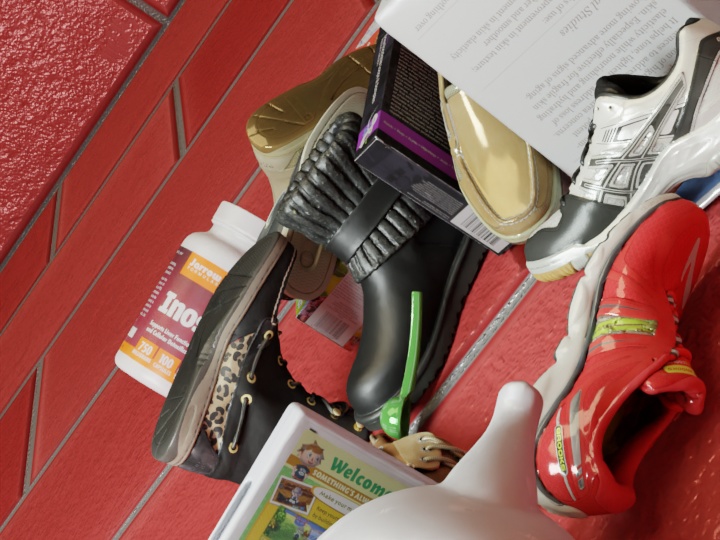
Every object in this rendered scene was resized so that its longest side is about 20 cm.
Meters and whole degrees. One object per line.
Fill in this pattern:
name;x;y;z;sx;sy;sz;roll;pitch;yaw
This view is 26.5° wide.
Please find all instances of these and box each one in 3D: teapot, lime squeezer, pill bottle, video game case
teapot;0.050;0.196;0.786;0.199;0.198;0.146;-33;1;17
lime squeezer;0.009;0.114;1.132;0.071;0.038;0.200;42;102;27
pill bottle;-0.155;0.036;1.559;0.201;0.113;0.113;-60;20;-5
video game case;-0.006;0.195;0.848;0.183;0.199;0.022;-58;27;-2

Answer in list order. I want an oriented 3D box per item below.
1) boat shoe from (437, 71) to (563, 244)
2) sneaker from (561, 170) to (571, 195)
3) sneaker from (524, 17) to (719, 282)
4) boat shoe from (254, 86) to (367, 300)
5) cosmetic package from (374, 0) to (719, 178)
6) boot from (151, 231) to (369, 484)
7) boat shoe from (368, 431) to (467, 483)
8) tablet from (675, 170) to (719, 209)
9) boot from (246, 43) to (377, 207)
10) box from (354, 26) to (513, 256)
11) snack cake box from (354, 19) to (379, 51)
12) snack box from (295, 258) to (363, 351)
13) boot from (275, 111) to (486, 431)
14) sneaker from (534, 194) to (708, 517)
boat shoe;0.084;-0.109;1.081;0.071;0.076;0.201;-28;50;12
sneaker;0.143;-0.128;1.161;0.092;0.076;0.201;-41;27;27
sneaker;0.164;-0.075;0.945;0.200;0.088;0.076;-42;0;29
boat shoe;-0.038;-0.067;1.298;0.067;0.072;0.201;-9;54;58
cosmetic package;0.150;-0.199;1.026;0.167;0.200;0.167;-40;19;44
boot;-0.061;0.087;1.206;0.073;0.150;0.201;-17;46;62
boat shoe;0.036;0.141;1.013;0.074;0.075;0.200;-59;20;-11
tablet;0.225;-0.087;0.989;0.200;0.014;0.131;-45;24;34
boot;-0.004;-0.121;1.444;0.199;0.156;0.073;-29;55;-12
box;0.071;-0.121;1.214;0.036;0.143;0.201;-42;24;38
snack cake box;0.059;-0.234;1.517;0.201;0.067;0.115;-55;22;9
snack box;0.025;-0.055;1.335;0.200;0.067;0.169;-50;21;24
boot;-0.001;0.000;1.181;0.079;0.157;0.212;-20;42;59
sneaker;0.161;0.051;0.860;0.085;0.077;0.201;9;65;46
